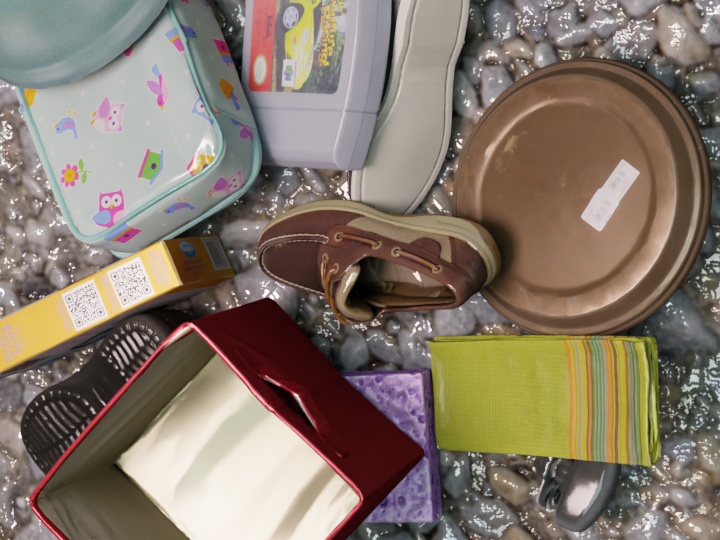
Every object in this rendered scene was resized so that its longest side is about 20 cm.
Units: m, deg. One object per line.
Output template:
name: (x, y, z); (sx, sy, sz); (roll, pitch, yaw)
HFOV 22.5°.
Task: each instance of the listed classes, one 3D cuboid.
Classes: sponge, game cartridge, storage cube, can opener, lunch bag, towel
sponge: (-0.041, 0.133, 1.358); (0.199, 0.030, 0.112); (-3, 93, 15)
game cartridge: (-0.032, -0.174, 1.299); (0.133, 0.041, 0.201); (6, 94, 46)
storage cube: (-0.089, 0.144, 1.264); (0.171, 0.180, 0.200); (44, 104, 8)
can opener: (0.174, 0.084, 1.285); (0.066, 0.053, 0.201); (20, 96, 29)
lunch bag: (-0.169, -0.119, 1.331); (0.160, 0.077, 0.201); (-32, 65, 20)
towel: (0.124, 0.089, 1.267); (0.199, 0.018, 0.087); (-2, 90, 45)

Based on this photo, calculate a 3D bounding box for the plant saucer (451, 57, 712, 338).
plant saucer: (0.147, -0.051, 1.267); (0.199, 0.029, 0.201); (-4, 83, 31)

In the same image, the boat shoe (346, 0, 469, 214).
boat shoe: (0.025, -0.130, 1.308); (0.060, 0.074, 0.201); (40, 127, 51)

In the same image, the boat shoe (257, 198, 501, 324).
boat shoe: (0.000, 0.000, 1.289); (0.199, 0.072, 0.072); (6, 131, 32)

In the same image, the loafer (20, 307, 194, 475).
loafer: (-0.183, 0.095, 1.367); (0.200, 0.071, 0.073); (-39, 83, 37)

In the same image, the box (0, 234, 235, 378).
box: (-0.203, 0.031, 1.349); (0.199, 0.119, 0.042); (-23, 87, 15)

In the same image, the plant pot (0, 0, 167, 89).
plant pot: (-0.235, -0.249, 1.286); (0.199, 0.134, 0.201); (-16, 56, 25)
